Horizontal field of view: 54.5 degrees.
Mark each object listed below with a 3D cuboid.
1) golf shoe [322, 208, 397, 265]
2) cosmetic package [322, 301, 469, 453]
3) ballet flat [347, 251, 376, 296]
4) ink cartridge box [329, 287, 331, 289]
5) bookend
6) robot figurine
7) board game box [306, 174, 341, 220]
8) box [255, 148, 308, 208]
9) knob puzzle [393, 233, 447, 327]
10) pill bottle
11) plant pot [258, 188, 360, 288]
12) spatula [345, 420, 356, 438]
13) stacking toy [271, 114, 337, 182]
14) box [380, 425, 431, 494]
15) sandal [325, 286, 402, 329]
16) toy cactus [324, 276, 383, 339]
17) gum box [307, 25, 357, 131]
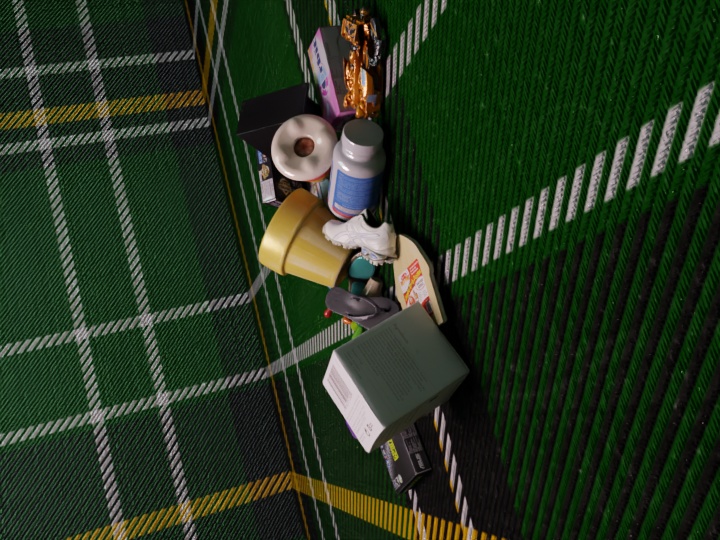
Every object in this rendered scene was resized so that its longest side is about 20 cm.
[{"bbox_3d":[0.002,-0.086,1.427,0.199,0.078,0.098,24,117,39],"label":"golf shoe"},{"bbox_3d":[0.061,0.197,1.290,0.166,0.199,0.165,54,156,19],"label":"cosmetic package"},{"bbox_3d":[0.000,0.000,1.636,0.201,0.067,0.068,106,172,-52],"label":"ballet flat"},{"bbox_3d":[-0.120,-0.056,1.795,0.200,0.067,0.116,47,170,14],"label":"ink cartridge box"},{"bbox_3d":[-0.149,-0.330,1.641,0.198,0.198,0.093,-6,68,34],"label":"bookend"},{"bbox_3d":[0.003,-0.410,1.371,0.145,0.058,0.202,-130,32,-54],"label":"robot figurine"},{"bbox_3d":[-0.078,-0.203,1.742,0.200,0.064,0.149,149,110,-70],"label":"board game box"},{"bbox_3d":[-0.192,-0.256,1.802,0.199,0.049,0.201,12,-110,-62],"label":"box"},{"bbox_3d":[0.112,0.021,1.353,0.219,0.030,0.223,168,90,-73],"label":"knob puzzle"},{"bbox_3d":[-0.006,-0.206,1.440,0.201,0.111,0.113,102,151,-51],"label":"pill bottle"},{"bbox_3d":[-0.107,-0.060,1.635,0.188,0.202,0.201,30,148,7],"label":"plant pot"},{"bbox_3d":[-0.038,0.395,2.056,0.057,0.020,0.202,-47,53,54],"label":"spatula"},{"bbox_3d":[-0.104,-0.242,1.550,0.200,0.144,0.148,52,-160,-74],"label":"stacking toy"},{"bbox_3d":[0.089,0.400,1.635,0.194,0.047,0.202,107,146,-60],"label":"box"},{"bbox_3d":[0.000,0.086,1.543,0.198,0.043,0.077,12,82,32],"label":"sandal"},{"bbox_3d":[0.003,0.093,1.606,0.199,0.102,0.167,35,114,38],"label":"toy cactus"},{"bbox_3d":[-0.052,-0.412,1.523,0.113,0.065,0.203,154,104,-71],"label":"gum box"}]
